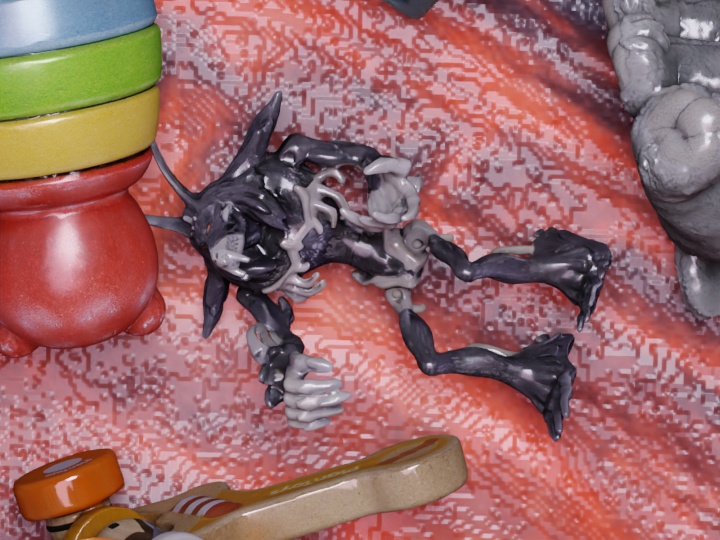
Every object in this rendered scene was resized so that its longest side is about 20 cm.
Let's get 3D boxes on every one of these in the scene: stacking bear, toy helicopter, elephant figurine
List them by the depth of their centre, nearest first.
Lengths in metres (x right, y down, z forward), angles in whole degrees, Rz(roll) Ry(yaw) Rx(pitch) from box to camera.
[{"bbox_3d":[0.207,-0.083,1.049,0.199,0.155,0.142,-14,75,10],"label":"elephant figurine"},{"bbox_3d":[-0.130,-0.066,1.063,0.121,0.114,0.201,-12,103,-15],"label":"stacking bear"},{"bbox_3d":[-0.052,0.106,1.075,0.199,0.132,0.079,-17,96,2],"label":"toy helicopter"}]

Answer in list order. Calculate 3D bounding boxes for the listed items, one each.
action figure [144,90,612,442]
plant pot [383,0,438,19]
[{"bbox_3d":[0.000,0.000,1.080,0.199,0.102,0.119,16,108,-3],"label":"action figure"},{"bbox_3d":[0.009,-0.243,1.013,0.196,0.196,0.200,35,85,-4],"label":"plant pot"}]
